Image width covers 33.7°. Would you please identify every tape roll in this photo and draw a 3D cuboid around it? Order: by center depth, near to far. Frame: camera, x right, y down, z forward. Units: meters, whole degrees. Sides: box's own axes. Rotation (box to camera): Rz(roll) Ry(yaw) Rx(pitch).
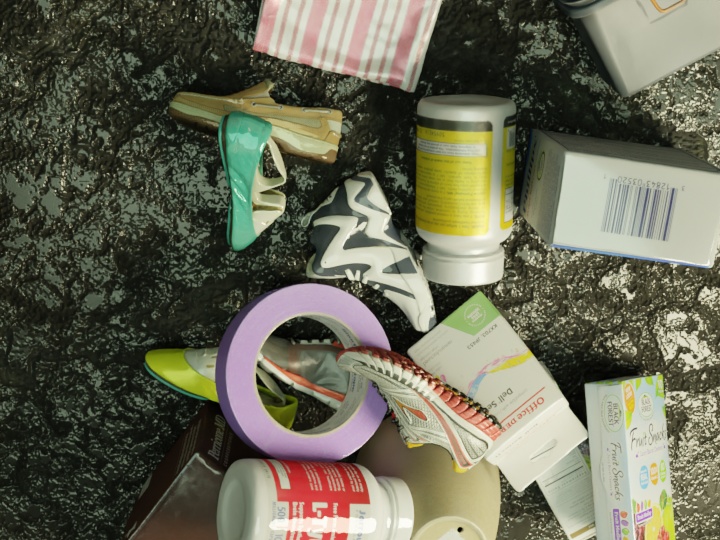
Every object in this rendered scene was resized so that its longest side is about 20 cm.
[{"bbox_3d":[-0.064,0.118,1.356,0.197,0.066,0.204,2,85,-18],"label":"tape roll"}]

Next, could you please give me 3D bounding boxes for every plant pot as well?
[{"bbox_3d":[0.091,0.285,1.403,0.184,0.200,0.191,-1,105,-5],"label":"plant pot"}]

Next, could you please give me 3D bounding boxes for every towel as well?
[{"bbox_3d":[-0.012,-0.292,1.334,0.197,0.030,0.149,14,108,-6],"label":"towel"}]

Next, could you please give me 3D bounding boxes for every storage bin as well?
[{"bbox_3d":[0.327,-0.288,1.302,0.198,0.146,0.135,-28,114,6],"label":"storage bin"}]

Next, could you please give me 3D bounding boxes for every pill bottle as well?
[{"bbox_3d":[-0.047,0.264,1.288,0.197,0.112,0.114,7,106,-28],"label":"pill bottle"},{"bbox_3d":[0.118,-0.092,1.351,0.112,0.114,0.204,0,104,-2],"label":"pill bottle"}]

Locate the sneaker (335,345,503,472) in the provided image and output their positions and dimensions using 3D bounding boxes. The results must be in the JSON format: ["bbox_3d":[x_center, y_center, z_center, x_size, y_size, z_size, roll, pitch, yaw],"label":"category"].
[{"bbox_3d":[0.055,0.150,1.309,0.198,0.078,0.083,33,94,6],"label":"sneaker"}]

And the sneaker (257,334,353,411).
[{"bbox_3d":[-0.056,0.107,1.431,0.198,0.077,0.083,30,84,-15],"label":"sneaker"}]

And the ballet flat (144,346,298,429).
[{"bbox_3d":[-0.160,0.131,1.426,0.198,0.067,0.067,32,109,-16],"label":"ballet flat"}]

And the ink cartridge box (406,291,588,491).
[{"bbox_3d":[0.159,0.140,1.372,0.117,0.067,0.201,-39,69,3],"label":"ink cartridge box"}]

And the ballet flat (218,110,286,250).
[{"bbox_3d":[-0.117,-0.090,1.326,0.069,0.068,0.202,9,139,6],"label":"ballet flat"}]

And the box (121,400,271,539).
[{"bbox_3d":[-0.154,0.298,1.418,0.199,0.166,0.165,37,102,-11],"label":"box"}]

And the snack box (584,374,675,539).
[{"bbox_3d":[0.319,0.229,1.400,0.052,0.141,0.204,-6,86,32],"label":"snack box"}]

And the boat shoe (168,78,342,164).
[{"bbox_3d":[-0.116,-0.181,1.352,0.197,0.072,0.078,14,90,-13],"label":"boat shoe"}]

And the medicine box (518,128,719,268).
[{"bbox_3d":[0.284,-0.085,1.314,0.179,0.200,0.105,7,103,-4],"label":"medicine box"}]

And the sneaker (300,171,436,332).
[{"bbox_3d":[0.000,0.000,1.390,0.128,0.080,0.201,-26,104,6],"label":"sneaker"}]

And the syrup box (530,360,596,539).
[{"bbox_3d":[0.241,0.224,1.457,0.081,0.079,0.202,-29,104,6],"label":"syrup box"}]
